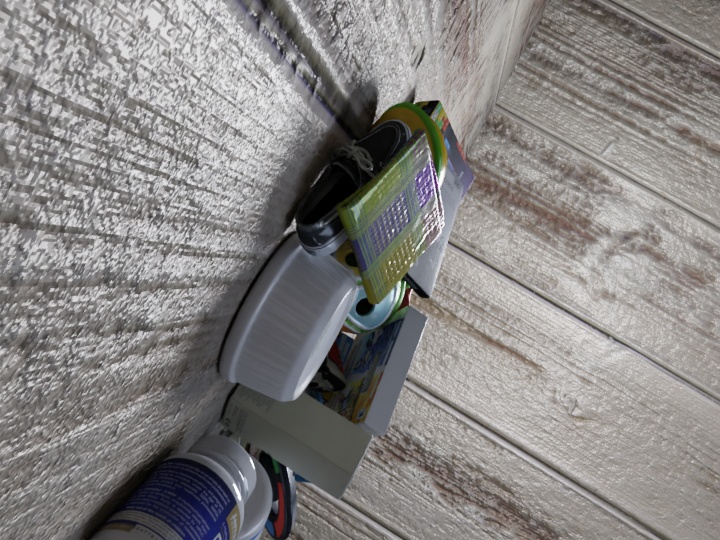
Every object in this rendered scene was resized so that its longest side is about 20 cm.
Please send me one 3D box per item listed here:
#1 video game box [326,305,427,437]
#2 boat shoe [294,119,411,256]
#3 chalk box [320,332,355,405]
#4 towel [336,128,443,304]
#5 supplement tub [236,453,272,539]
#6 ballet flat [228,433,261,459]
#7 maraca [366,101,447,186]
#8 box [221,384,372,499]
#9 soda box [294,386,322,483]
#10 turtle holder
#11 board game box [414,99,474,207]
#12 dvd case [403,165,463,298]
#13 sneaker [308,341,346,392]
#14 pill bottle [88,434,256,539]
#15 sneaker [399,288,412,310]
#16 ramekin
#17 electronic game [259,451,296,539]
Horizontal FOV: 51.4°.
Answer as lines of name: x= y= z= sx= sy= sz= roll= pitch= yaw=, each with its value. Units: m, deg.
video game box: x=0.015 y=0.169 z=1.176 sx=0.182 sy=0.046 sz=0.203 roll=-38 pitch=-155 yaw=58
boat shoe: x=-0.008 y=-0.111 z=0.858 sx=0.200 sy=0.073 sz=0.069 roll=-47 pitch=152 yaw=-17
chalk box: x=-0.036 y=0.196 z=1.330 sx=0.125 sy=0.197 sz=0.125 roll=-58 pitch=174 yaw=-25
towel: x=0.040 y=-0.056 z=0.875 sx=0.144 sy=0.023 sz=0.201 roll=-47 pitch=150 yaw=-16
supplement tub: x=-0.197 y=0.341 z=1.005 sx=0.133 sy=0.130 sz=0.202 roll=-54 pitch=170 yaw=-44
ballet flat: x=-0.194 y=0.293 z=1.175 sx=0.067 sy=0.068 sz=0.204 roll=-23 pitch=140 yaw=-46
maraca: x=0.046 y=-0.126 z=0.988 sx=0.105 sy=0.139 sz=0.201 roll=-12 pitch=149 yaw=-34
box: x=-0.088 y=0.221 z=1.036 sx=0.082 sy=0.197 sz=0.069 roll=-51 pitch=171 yaw=-50
soda box: x=-0.102 y=0.246 z=1.242 sx=0.064 sy=0.066 sz=0.205 roll=-48 pitch=137 yaw=-62
turtle holder: x=0.004 y=0.011 z=1.122 sx=0.185 sy=0.143 sz=0.131 roll=-40 pitch=167 yaw=25
board game box: x=0.096 y=-0.141 z=1.199 sx=0.202 sy=0.056 sz=0.167 roll=-58 pitch=132 yaw=-28
dvd case: x=0.093 y=-0.084 z=1.131 sx=0.150 sy=0.024 sz=0.204 roll=44 pitch=57 yaw=-45
sneaker: x=-0.077 y=0.112 z=1.147 sx=0.202 sy=0.075 sz=0.087 roll=67 pitch=16 yaw=-50
pill bottle: x=-0.192 y=0.268 z=0.793 sx=0.121 sy=0.118 sz=0.200 roll=-64 pitch=173 yaw=28
sneaker: x=0.070 y=0.031 z=1.322 sx=0.203 sy=0.077 sz=0.115 roll=-61 pitch=172 yaw=19
ramekin: x=-0.080 y=0.064 z=0.907 sx=0.205 sy=0.093 sz=0.203 roll=-60 pitch=173 yaw=-12
electronic game: x=-0.150 y=0.336 z=1.221 sx=0.041 sy=0.203 sz=0.202 roll=-7 pitch=144 yaw=-24
